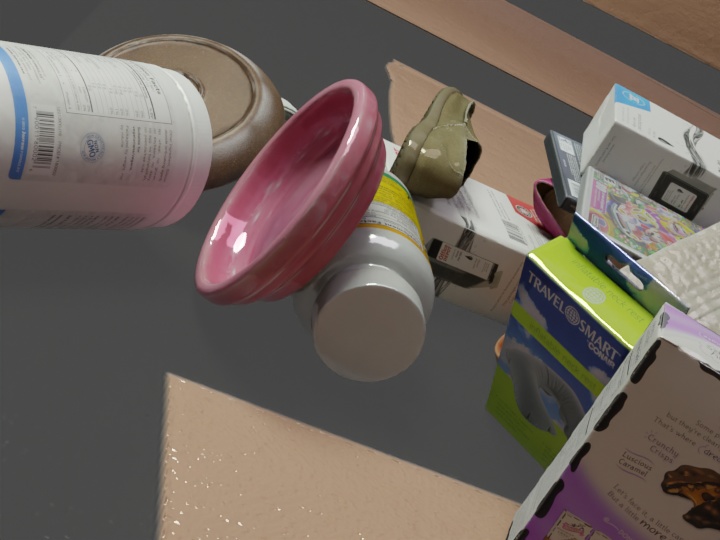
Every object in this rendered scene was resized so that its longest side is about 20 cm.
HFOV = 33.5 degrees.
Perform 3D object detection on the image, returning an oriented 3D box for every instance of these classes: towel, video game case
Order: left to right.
[{"bbox_3d":[0.277,-0.063,1.175,0.200,0.019,0.143,23,30,-12],"label":"video game case"},{"bbox_3d":[0.284,-0.017,1.072,0.200,0.018,0.143,29,28,-1],"label":"video game case"},{"bbox_3d":[0.285,0.036,0.970,0.200,0.034,0.133,-21,68,-33],"label":"towel"}]

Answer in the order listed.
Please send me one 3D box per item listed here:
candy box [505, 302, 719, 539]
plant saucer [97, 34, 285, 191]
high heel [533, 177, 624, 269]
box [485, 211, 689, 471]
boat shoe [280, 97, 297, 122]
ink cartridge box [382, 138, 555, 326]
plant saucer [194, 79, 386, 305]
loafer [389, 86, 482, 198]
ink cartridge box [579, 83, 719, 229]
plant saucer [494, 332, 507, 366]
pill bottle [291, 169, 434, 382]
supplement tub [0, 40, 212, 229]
[{"bbox_3d":[0.216,0.151,0.786,0.168,0.200,0.072,32,23,5],"label":"candy box"},{"bbox_3d":[-0.165,-0.147,1.050,0.200,0.032,0.200,4,48,-4],"label":"plant saucer"},{"bbox_3d":[0.244,-0.017,1.147,0.200,0.067,0.096,53,15,28],"label":"high heel"},{"bbox_3d":[0.164,0.071,0.897,0.048,0.200,0.122,-23,51,-29],"label":"box"},{"bbox_3d":[-0.116,-0.117,1.130,0.064,0.071,0.200,39,33,24],"label":"boat shoe"},{"bbox_3d":[0.089,-0.036,1.174,0.200,0.083,0.147,23,23,-17],"label":"ink cartridge box"},{"bbox_3d":[-0.047,-0.052,0.910,0.051,0.201,0.201,36,20,-21],"label":"plant saucer"},{"bbox_3d":[0.077,-0.112,1.122,0.067,0.076,0.200,31,32,2],"label":"loafer"},{"bbox_3d":[0.320,-0.094,1.176,0.200,0.067,0.116,28,29,-3],"label":"ink cartridge box"},{"bbox_3d":[0.219,0.068,1.053,0.200,0.032,0.200,-11,11,2],"label":"plant saucer"},{"bbox_3d":[0.000,0.000,0.958,0.113,0.113,0.200,23,23,-16],"label":"pill bottle"},{"bbox_3d":[-0.222,-0.095,0.871,0.132,0.132,0.200,43,26,30],"label":"supplement tub"}]
